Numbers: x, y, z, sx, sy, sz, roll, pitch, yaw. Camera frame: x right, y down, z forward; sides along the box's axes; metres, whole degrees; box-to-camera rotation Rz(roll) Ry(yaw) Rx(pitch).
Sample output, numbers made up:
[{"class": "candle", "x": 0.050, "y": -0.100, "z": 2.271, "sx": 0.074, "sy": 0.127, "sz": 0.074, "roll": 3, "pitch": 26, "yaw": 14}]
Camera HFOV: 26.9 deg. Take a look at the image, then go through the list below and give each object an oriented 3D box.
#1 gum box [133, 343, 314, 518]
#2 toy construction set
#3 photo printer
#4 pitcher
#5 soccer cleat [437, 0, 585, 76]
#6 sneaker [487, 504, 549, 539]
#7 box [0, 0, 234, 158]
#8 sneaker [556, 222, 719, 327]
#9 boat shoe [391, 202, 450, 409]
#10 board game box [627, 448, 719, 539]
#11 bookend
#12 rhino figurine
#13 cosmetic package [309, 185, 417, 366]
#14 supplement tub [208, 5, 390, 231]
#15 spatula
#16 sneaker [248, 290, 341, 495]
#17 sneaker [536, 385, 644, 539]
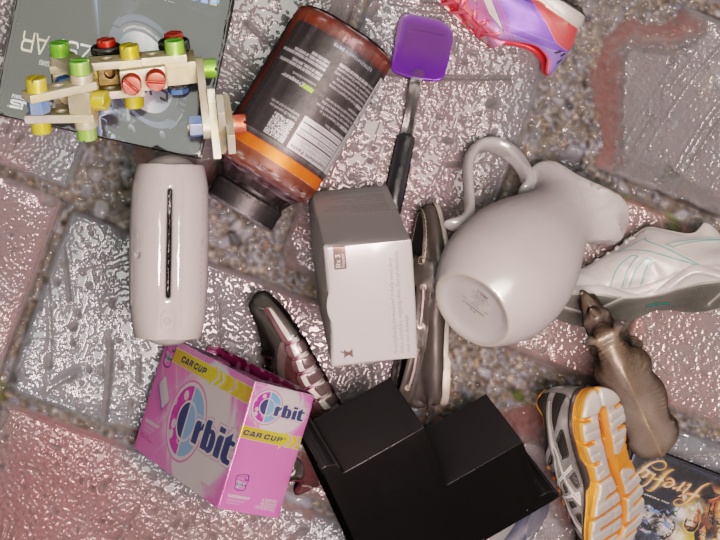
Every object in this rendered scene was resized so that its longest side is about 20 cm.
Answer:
[{"class": "gum box", "x": -0.131, "y": 0.138, "z": 1.374, "sx": 0.066, "sy": 0.200, "sz": 0.114, "roll": 16, "pitch": 92, "yaw": -33}, {"class": "toy construction set", "x": -0.197, "y": -0.160, "z": 1.332, "sx": 0.198, "sy": 0.131, "sz": 0.093, "roll": 8, "pitch": 112, "yaw": -13}, {"class": "photo printer", "x": -0.171, "y": -0.020, "z": 1.354, "sx": 0.069, "sy": 0.200, "sz": 0.168, "roll": 1, "pitch": 92, "yaw": -7}, {"class": "pitcher", "x": 0.136, "y": -0.033, "z": 1.409, "sx": 0.171, "sy": 0.122, "sz": 0.200, "roll": 36, "pitch": 51, "yaw": 13}, {"class": "soccer cleat", "x": 0.116, "y": -0.257, "z": 1.444, "sx": 0.199, "sy": 0.068, "sz": 0.074, "roll": 23, "pitch": 95, "yaw": -10}, {"class": "sneaker", "x": 0.093, "y": 0.271, "z": 1.467, "sx": 0.200, "sy": 0.070, "sz": 0.082, "roll": -42, "pitch": 99, "yaw": -5}, {"class": "box", "x": -0.230, "y": -0.203, "z": 1.415, "sx": 0.198, "sy": 0.044, "sz": 0.162, "roll": 13, "pitch": 91, "yaw": -8}, {"class": "sneaker", "x": 0.269, "y": 0.004, "z": 1.481, "sx": 0.199, "sy": 0.071, "sz": 0.081, "roll": -8, "pitch": 60, "yaw": 4}, {"class": "boat shoe", "x": 0.055, "y": 0.036, "z": 1.451, "sx": 0.057, "sy": 0.067, "sz": 0.202, "roll": -3, "pitch": 97, "yaw": -11}, {"class": "board game box", "x": 0.339, "y": 0.268, "z": 1.514, "sx": 0.199, "sy": 0.035, "sz": 0.136, "roll": 20, "pitch": 91, "yaw": -7}, {"class": "bookend", "x": 0.060, "y": 0.171, "z": 1.394, "sx": 0.198, "sy": 0.092, "sz": 0.201, "roll": -29, "pitch": 131, "yaw": -7}, {"class": "rhino figurine", "x": 0.253, "y": 0.097, "z": 1.442, "sx": 0.059, "sy": 0.088, "sz": 0.201, "roll": -24, "pitch": 116, "yaw": 11}, {"class": "cosmetic package", "x": 0.000, "y": 0.000, "z": 1.366, "sx": 0.080, "sy": 0.200, "sz": 0.114, "roll": -5, "pitch": 109, "yaw": -5}, {"class": "supplement tub", "x": -0.063, "y": -0.139, "z": 1.408, "sx": 0.107, "sy": 0.107, "sz": 0.201, "roll": 32, "pitch": 90, "yaw": -7}, {"class": "spatula", "x": 0.048, "y": -0.147, "z": 1.461, "sx": 0.056, "sy": 0.021, "sz": 0.202, "roll": 11, "pitch": 94, "yaw": 5}, {"class": "sneaker", "x": -0.083, "y": 0.128, "z": 1.437, "sx": 0.115, "sy": 0.076, "sz": 0.201, "roll": -30, "pitch": 97, "yaw": -1}, {"class": "sneaker", "x": 0.218, "y": 0.196, "z": 1.446, "sx": 0.078, "sy": 0.077, "sz": 0.202, "roll": -24, "pitch": 115, "yaw": -37}]
